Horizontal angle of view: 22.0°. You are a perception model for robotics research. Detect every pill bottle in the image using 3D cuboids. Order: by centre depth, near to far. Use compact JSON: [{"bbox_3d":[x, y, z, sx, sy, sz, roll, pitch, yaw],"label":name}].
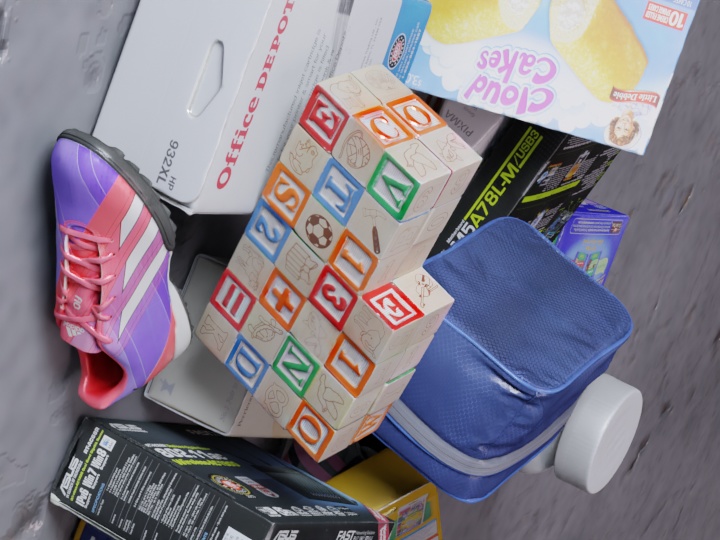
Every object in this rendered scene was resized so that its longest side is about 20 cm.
[{"bbox_3d":[0.119,0.097,1.499,0.110,0.199,0.110,-45,149,-37],"label":"pill bottle"}]

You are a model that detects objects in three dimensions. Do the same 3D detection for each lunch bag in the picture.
[{"bbox_3d":[0.089,0.064,1.307,0.200,0.136,0.133,-27,154,-54],"label":"lunch bag"}]

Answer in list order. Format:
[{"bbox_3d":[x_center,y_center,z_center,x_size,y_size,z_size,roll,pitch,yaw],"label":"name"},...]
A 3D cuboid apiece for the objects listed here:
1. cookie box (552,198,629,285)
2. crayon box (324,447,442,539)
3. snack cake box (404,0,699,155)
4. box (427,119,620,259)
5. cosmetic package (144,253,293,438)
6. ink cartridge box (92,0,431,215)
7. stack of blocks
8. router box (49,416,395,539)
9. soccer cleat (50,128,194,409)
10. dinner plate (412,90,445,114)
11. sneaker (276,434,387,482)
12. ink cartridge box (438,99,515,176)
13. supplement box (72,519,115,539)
[{"bbox_3d":[0.148,0.031,1.647,0.171,0.075,0.201,0,112,-64],"label":"cookie box"},{"bbox_3d":[-0.004,0.197,1.397,0.125,0.052,0.200,-28,157,-9],"label":"crayon box"},{"bbox_3d":[0.111,-0.159,1.228,0.199,0.067,0.116,13,102,-24],"label":"snack cake box"},{"bbox_3d":[0.137,-0.069,1.436,0.194,0.048,0.200,-53,165,25],"label":"box"},{"bbox_3d":[-0.054,0.056,1.267,0.200,0.073,0.104,9,103,-66],"label":"cosmetic package"},{"bbox_3d":[-0.055,-0.114,1.095,0.200,0.083,0.146,-2,116,-64],"label":"ink cartridge box"},{"bbox_3d":[-0.007,-0.002,1.064,0.058,0.115,0.201,-23,150,-47],"label":"stack of blocks"},{"bbox_3d":[-0.084,0.157,1.204,0.063,0.149,0.200,-66,156,3],"label":"router box"},{"bbox_3d":[-0.145,0.004,1.048,0.073,0.068,0.201,-48,153,-26],"label":"soccer cleat"},{"bbox_3d":[0.023,-0.138,1.305,0.200,0.024,0.201,-47,150,-37],"label":"dinner plate"},{"bbox_3d":[-0.016,0.144,1.411,0.070,0.082,0.201,-31,143,-51],"label":"sneaker"},{"bbox_3d":[0.064,-0.067,1.406,0.200,0.050,0.161,-44,164,-11],"label":"ink cartridge box"},{"bbox_3d":[-0.151,0.274,1.226,0.109,0.108,0.201,10,103,-65],"label":"supplement box"}]
